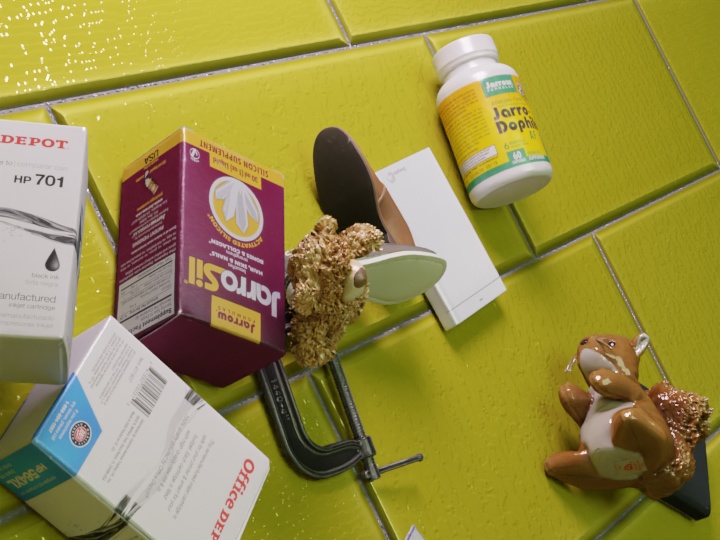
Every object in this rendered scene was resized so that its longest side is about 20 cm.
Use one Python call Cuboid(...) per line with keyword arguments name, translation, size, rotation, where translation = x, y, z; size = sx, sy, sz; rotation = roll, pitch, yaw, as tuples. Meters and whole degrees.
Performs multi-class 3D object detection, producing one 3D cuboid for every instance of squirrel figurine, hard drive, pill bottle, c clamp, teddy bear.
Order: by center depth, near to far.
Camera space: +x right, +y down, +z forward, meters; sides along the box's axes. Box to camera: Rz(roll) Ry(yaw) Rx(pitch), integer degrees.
Cuboid(name="teddy bear", translation=(-0.023, 0.027, 1.297), size=(0.067, 0.201, 0.145), rotation=(34, 56, 16))
Cuboid(name="c clamp", translation=(-0.034, 0.129, 1.383), size=(0.170, 0.027, 0.201), rotation=(-18, 83, -46))
Cuboid(name="hard drive", translation=(0.091, -0.041, 1.621), size=(0.132, 0.027, 0.201), rotation=(-29, 90, -52))
Cuboid(name="squirrel figurine", translation=(0.331, 0.172, 1.662), size=(0.199, 0.142, 0.188), rotation=(26, 40, -21))
Cuboid(name="pill bottle", translation=(0.162, -0.191, 1.723), size=(0.112, 0.112, 0.201), rotation=(-3, 69, -49))
Cuboid(name="hard drive", translation=(0.387, 0.228, 1.781), size=(0.199, 0.033, 0.140), rotation=(32, 47, -32))

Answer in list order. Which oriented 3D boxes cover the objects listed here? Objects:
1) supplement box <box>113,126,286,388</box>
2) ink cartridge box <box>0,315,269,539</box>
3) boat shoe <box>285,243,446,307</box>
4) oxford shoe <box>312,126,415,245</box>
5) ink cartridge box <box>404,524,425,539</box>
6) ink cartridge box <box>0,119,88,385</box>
Cuboid(name="supplement box", translation=(-0.149, -0.011, 1.273), size=(0.130, 0.103, 0.201), rotation=(23, 52, -40))
Cuboid(name="ink cartridge box", translation=(-0.189, 0.163, 1.136), size=(0.200, 0.084, 0.146), rotation=(46, 41, -20))
Cuboid(name="boat shoe", translation=(0.001, -0.002, 1.434), size=(0.200, 0.072, 0.060), rotation=(-8, 43, -33))
Cuboid(name="oxford shoe", translation=(0.007, -0.072, 1.519), size=(0.201, 0.071, 0.071), rotation=(65, 32, -13))
Cuboid(name="ink cartridge box", translation=(0.064, 0.386, 1.314), size=(0.200, 0.043, 0.198), rotation=(52, 39, -14))
Cuboid(name="ink cartridge box", translation=(-0.297, -0.018, 1.081), size=(0.145, 0.086, 0.201), rotation=(4, 60, -9))
